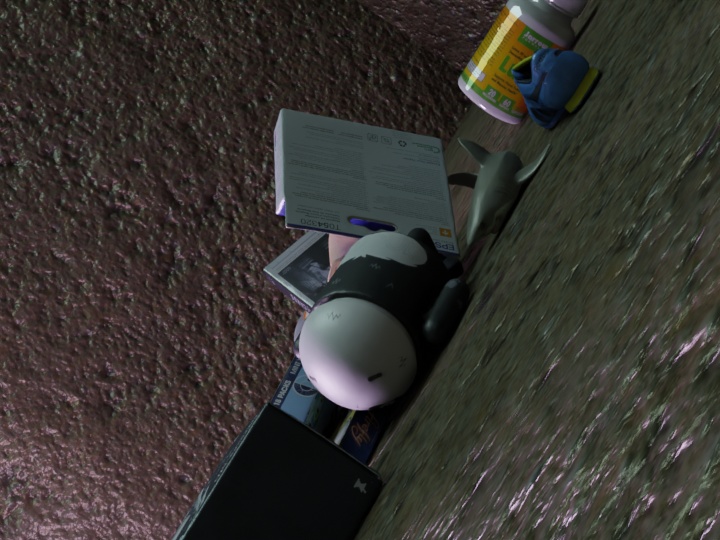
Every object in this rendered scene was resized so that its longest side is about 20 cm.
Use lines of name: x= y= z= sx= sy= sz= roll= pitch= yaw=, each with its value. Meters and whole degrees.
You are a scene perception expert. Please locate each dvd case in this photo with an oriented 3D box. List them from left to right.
dvd case: x=0.000 y=0.000 z=1.480 sx=0.150 sy=0.025 sz=0.199 roll=-40 pitch=42 yaw=-15

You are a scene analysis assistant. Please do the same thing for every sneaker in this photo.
sneaker: x=0.199 y=-0.203 z=1.415 sx=0.066 sy=0.078 sz=0.200 roll=-59 pitch=0 yaw=-1

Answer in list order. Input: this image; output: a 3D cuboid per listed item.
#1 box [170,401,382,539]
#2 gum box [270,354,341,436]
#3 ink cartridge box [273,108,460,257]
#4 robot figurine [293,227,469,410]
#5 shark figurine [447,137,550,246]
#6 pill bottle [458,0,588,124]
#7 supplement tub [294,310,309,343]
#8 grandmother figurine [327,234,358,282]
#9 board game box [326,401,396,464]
box: x=-0.096 y=0.241 z=1.121 sx=0.201 sy=0.123 sz=0.197 roll=-58 pitch=4 yaw=-20
gum box: x=-0.065 y=0.181 z=1.399 sx=0.171 sy=0.044 sz=0.202 roll=-62 pitch=-17 yaw=-45
ink cartridge box: x=0.003 y=-0.087 z=1.445 sx=0.202 sy=0.194 sz=0.044 roll=-94 pitch=19 yaw=-45
robot figurine: x=0.020 y=0.046 z=1.288 sx=0.201 sy=0.124 sz=0.151 roll=-58 pitch=-1 yaw=-45
shark figurine: x=0.135 y=-0.111 z=1.431 sx=0.129 sy=0.089 sz=0.215 roll=-56 pitch=4 yaw=12
pill bottle: x=0.235 y=-0.321 z=1.880 sx=0.201 sy=0.110 sz=0.111 roll=-57 pitch=2 yaw=21
supplement tub: x=0.003 y=0.052 z=1.603 sx=0.123 sy=0.122 sz=0.200 roll=-58 pitch=4 yaw=-36
grandmother figurine: x=-0.009 y=-0.060 z=1.488 sx=0.201 sy=0.119 sz=0.061 roll=-90 pitch=10 yaw=-49
board game box: x=-0.004 y=0.160 z=1.352 sx=0.136 sy=0.034 sz=0.201 roll=-56 pitch=3 yaw=40
